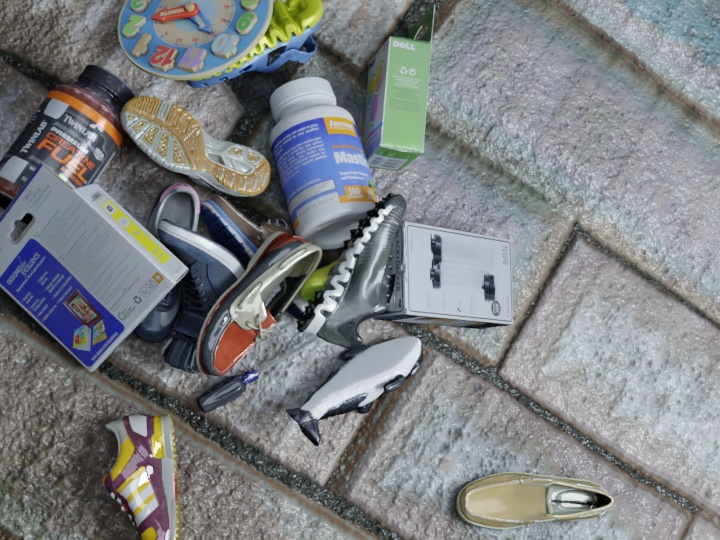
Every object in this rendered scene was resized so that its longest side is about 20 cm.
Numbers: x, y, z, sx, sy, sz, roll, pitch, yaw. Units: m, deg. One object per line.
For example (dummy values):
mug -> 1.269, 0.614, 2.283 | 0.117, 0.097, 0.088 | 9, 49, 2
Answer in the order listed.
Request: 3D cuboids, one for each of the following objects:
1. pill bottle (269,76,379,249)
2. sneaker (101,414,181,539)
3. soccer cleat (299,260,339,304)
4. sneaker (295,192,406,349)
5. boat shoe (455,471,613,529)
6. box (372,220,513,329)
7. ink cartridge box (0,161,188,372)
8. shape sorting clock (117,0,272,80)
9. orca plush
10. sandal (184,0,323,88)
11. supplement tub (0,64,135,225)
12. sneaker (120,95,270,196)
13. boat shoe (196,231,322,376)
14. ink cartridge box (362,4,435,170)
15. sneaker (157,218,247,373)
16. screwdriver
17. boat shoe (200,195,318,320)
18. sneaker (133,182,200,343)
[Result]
pill bottle -> -0.050, -0.136, 1.601 | 0.112, 0.112, 0.200 | -11, 70, -15
sneaker -> -0.260, 0.272, 1.518 | 0.090, 0.075, 0.200 | -3, 75, -6
soccer cleat -> 0.000, 0.000, 1.604 | 0.200, 0.065, 0.084 | -7, 71, -38
sneaker -> 0.011, 0.006, 1.510 | 0.090, 0.066, 0.200 | 33, 82, -11
boat shoe -> 0.223, 0.289, 1.623 | 0.200, 0.076, 0.072 | -3, 82, -14
box -> 0.104, 0.009, 1.602 | 0.200, 0.060, 0.117 | 6, 79, -44
ink cartridge box -> -0.330, -0.007, 1.490 | 0.200, 0.198, 0.047 | 45, 36, -3
shape sorting clock -> -0.208, -0.320, 1.601 | 0.200, 0.039, 0.200 | -5, 63, 11
orca plush -> 0.004, 0.159, 1.594 | 0.200, 0.105, 0.071 | -43, 133, -39
sandal -> -0.132, -0.278, 1.633 | 0.200, 0.087, 0.080 | -22, 58, 2
supplement tub -> -0.354, -0.149, 1.542 | 0.107, 0.107, 0.200 | 32, 75, -7
sneaker -> -0.212, -0.142, 1.574 | 0.200, 0.088, 0.076 | 30, 74, -22
boat shoe -> -0.119, 0.043, 1.505 | 0.063, 0.071, 0.200 | 21, 69, 35
ink cartridge box -> 0.047, -0.238, 1.654 | 0.059, 0.104, 0.200 | 7, 79, -13
sneaker -> -0.200, 0.040, 1.521 | 0.146, 0.077, 0.202 | -57, 139, -12
screwdriver -> -0.115, 0.120, 1.599 | 0.200, 0.029, 0.028 | -30, 88, -20
boat shoe -> -0.115, -0.026, 1.604 | 0.200, 0.072, 0.072 | 47, 69, -13
sneaker -> -0.240, -0.013, 1.559 | 0.070, 0.082, 0.200 | 10, 79, -13
